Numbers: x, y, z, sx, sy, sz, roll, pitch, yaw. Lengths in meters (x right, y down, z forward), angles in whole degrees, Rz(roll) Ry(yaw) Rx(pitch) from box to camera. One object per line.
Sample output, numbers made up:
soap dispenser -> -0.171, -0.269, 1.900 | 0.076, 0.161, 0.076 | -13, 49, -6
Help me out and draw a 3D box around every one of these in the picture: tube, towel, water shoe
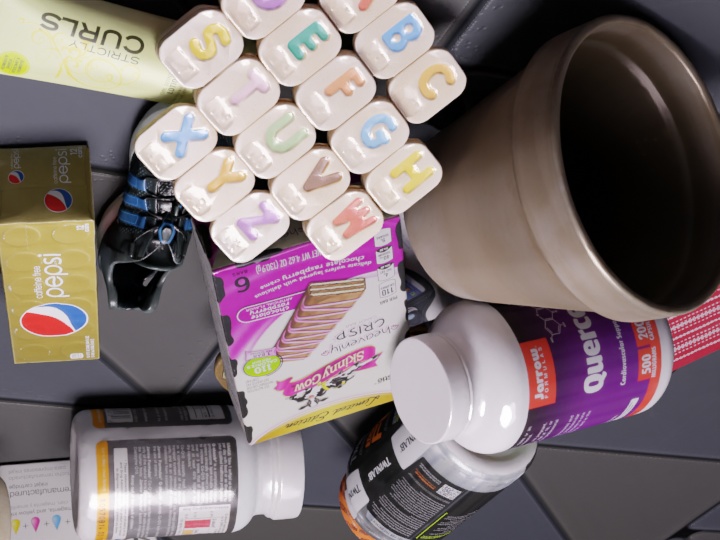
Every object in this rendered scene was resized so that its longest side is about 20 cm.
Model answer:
tube -> -0.156, -0.136, 1.037 | 0.199, 0.058, 0.052 | 11, 178, -24
towel -> 0.243, 0.044, 1.409 | 0.144, 0.023, 0.200 | -26, 150, 3
water shoe -> -0.131, -0.040, 1.172 | 0.071, 0.079, 0.200 | 4, 147, -21

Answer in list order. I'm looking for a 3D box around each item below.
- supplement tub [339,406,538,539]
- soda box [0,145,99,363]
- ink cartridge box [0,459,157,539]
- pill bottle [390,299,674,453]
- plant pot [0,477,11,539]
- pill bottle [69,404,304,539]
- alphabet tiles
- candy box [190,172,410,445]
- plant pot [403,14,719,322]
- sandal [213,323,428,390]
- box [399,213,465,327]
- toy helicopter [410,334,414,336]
supplement tub -> 0.065, 0.176, 1.547 | 0.122, 0.123, 0.200 | 9, 145, -27
soda box -> -0.225, -0.008, 1.217 | 0.067, 0.064, 0.200 | -3, 149, -9
ink cartridge box -> -0.262, 0.298, 1.586 | 0.146, 0.201, 0.145 | -3, 150, -10
pill bottle -> 0.125, 0.068, 1.235 | 0.199, 0.113, 0.113 | -12, 155, -32
plant pot -> -0.412, 0.223, 1.455 | 0.183, 0.202, 0.200 | 6, 148, -43
pill bottle -> -0.156, 0.178, 1.498 | 0.199, 0.117, 0.117 | 0, 149, -14
alphabet tiles -> -0.035, -0.098, 1.061 | 0.195, 0.015, 0.200 | -37, 122, 4
candy box -> -0.037, 0.028, 1.205 | 0.136, 0.061, 0.201 | -17, 140, -8
plant pot -> 0.129, -0.054, 1.141 | 0.199, 0.201, 0.173 | 20, 156, -40
sandal -> -0.036, 0.062, 1.403 | 0.199, 0.054, 0.080 | -10, 147, -29
box -> 0.000, 0.000, 1.279 | 0.199, 0.042, 0.119 | -19, 133, 29
toy helicopter -> 0.112, 0.064, 1.425 | 0.199, 0.079, 0.133 | 5, 124, -53
